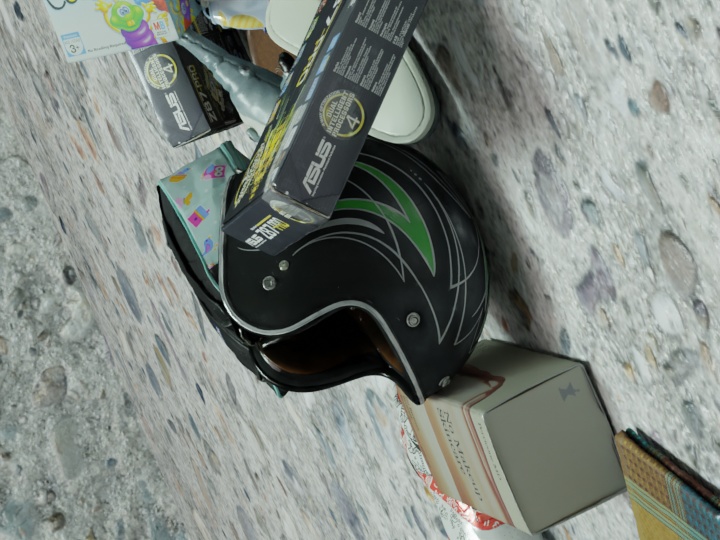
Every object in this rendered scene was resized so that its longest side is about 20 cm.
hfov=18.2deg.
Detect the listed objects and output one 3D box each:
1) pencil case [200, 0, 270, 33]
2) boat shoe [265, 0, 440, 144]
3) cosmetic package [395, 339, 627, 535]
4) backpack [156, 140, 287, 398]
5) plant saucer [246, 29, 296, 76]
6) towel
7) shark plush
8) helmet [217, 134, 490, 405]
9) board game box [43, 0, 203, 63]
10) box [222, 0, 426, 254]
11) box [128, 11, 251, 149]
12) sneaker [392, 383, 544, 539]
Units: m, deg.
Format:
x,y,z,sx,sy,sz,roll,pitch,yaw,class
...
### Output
x,y,z,sx,sy,sz,roll,pitch,yaw,class
-0.095,-0.281,1.707,0.083,0.090,0.201,-109,6,-50,pencil case
0.006,-0.153,1.664,0.062,0.073,0.200,16,-160,-46,boat shoe
0.108,0.119,1.652,0.104,0.087,0.200,68,165,-8,cosmetic package
-0.086,-0.019,1.961,0.200,0.153,0.176,45,171,44,backpack
-0.046,-0.150,1.866,0.201,0.034,0.201,58,165,25,plant saucer
0.232,0.216,1.511,0.147,0.022,0.201,39,149,60,towel
-0.052,-0.141,1.748,0.200,0.091,0.084,42,147,17,shark plush
0.000,0.000,1.642,0.200,0.189,0.202,-4,-90,-84,helmet
-0.173,-0.260,1.791,0.200,0.104,0.104,-62,-42,-57,board game box
-0.019,-0.117,1.501,0.049,0.201,0.161,27,167,-12,box
-0.160,-0.216,1.983,0.201,0.049,0.161,66,-162,-4,box
0.086,0.164,1.845,0.202,0.067,0.108,55,165,43,sneaker
